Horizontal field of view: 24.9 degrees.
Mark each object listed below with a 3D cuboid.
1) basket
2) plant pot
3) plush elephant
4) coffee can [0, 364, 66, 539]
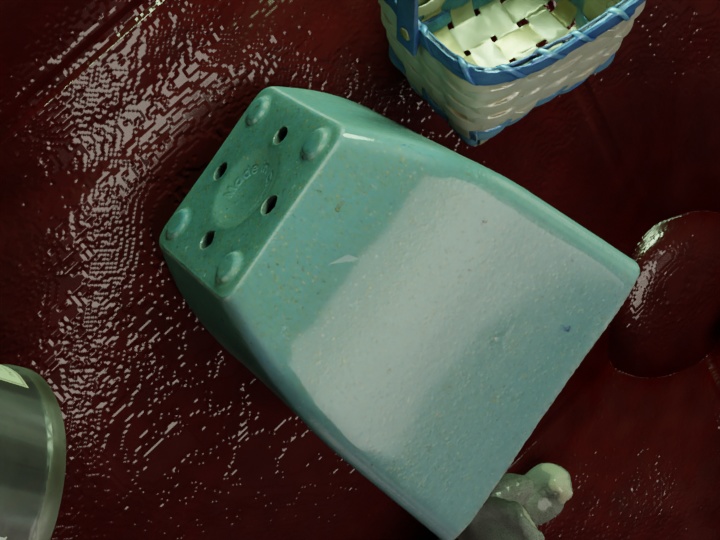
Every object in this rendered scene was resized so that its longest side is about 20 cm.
[{"bbox_3d":[0.087,-0.181,0.944,0.176,0.139,0.200,-30,158,-21],"label":"basket"},{"bbox_3d":[0.000,0.000,0.962,0.200,0.196,0.197,36,89,-32],"label":"plant pot"},{"bbox_3d":[0.110,0.236,1.167,0.198,0.154,0.166,1,96,-30],"label":"plush elephant"},{"bbox_3d":[-0.273,0.096,0.827,0.199,0.146,0.147,23,98,-41],"label":"coffee can"}]
